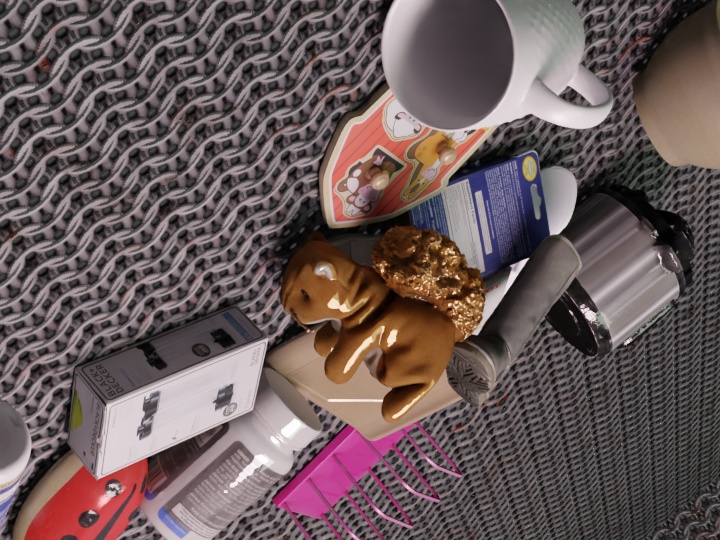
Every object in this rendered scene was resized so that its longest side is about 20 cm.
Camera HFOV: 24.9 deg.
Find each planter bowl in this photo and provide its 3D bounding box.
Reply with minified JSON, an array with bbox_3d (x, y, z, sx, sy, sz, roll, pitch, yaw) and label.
[{"bbox_3d":[0.401,-0.201,1.900,0.134,0.201,0.200,-23,163,28],"label":"planter bowl"}]

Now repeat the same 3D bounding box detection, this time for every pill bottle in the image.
[{"bbox_3d":[-0.147,0.207,1.811,0.200,0.114,0.114,-41,154,8],"label":"pill bottle"},{"bbox_3d":[-0.383,0.214,1.513,0.111,0.111,0.200,-14,142,-44],"label":"pill bottle"}]

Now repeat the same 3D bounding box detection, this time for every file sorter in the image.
[{"bbox_3d":[0.016,0.287,2.153,0.200,0.125,0.139,-45,153,6],"label":"file sorter"}]

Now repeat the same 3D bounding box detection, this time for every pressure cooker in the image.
[{"bbox_3d":[0.323,-0.010,2.068,0.200,0.176,0.179,-38,152,-11],"label":"pressure cooker"}]

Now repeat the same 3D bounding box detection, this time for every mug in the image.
[{"bbox_3d":[0.146,-0.196,1.519,0.175,0.200,0.148,-16,140,-52],"label":"mug"}]

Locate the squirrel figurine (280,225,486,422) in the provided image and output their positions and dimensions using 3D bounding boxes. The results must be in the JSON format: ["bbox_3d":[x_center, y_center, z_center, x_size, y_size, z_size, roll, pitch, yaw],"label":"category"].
[{"bbox_3d":[0.022,0.023,1.681,0.200,0.187,0.142,-42,-164,16],"label":"squirrel figurine"}]

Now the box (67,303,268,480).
[{"bbox_3d":[-0.198,0.122,1.676,0.200,0.060,0.117,-23,144,-34],"label":"box"}]

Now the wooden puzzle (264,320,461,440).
[{"bbox_3d":[0.019,0.107,1.859,0.185,0.037,0.200,-29,133,25],"label":"wooden puzzle"}]

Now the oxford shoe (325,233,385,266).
[{"bbox_3d":[0.000,0.000,1.776,0.200,0.058,0.075,-9,141,-46],"label":"oxford shoe"}]

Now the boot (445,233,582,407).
[{"bbox_3d":[0.173,0.046,1.788,0.200,0.073,0.182,-47,171,-11],"label":"boot"}]

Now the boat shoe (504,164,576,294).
[{"bbox_3d":[0.202,-0.042,1.983,0.068,0.072,0.200,-72,-176,-73],"label":"boat shoe"}]

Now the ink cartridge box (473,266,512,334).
[{"bbox_3d":[0.083,0.058,1.943,0.145,0.084,0.200,-26,150,-27],"label":"ink cartridge box"}]

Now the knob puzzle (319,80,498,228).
[{"bbox_3d":[0.040,-0.111,1.661,0.219,0.030,0.220,-25,144,-19],"label":"knob puzzle"}]

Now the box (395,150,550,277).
[{"bbox_3d":[0.127,-0.053,1.823,0.200,0.032,0.122,-21,108,-34],"label":"box"}]

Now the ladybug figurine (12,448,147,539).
[{"bbox_3d":[-0.290,0.250,1.738,0.136,0.072,0.200,-2,134,-52],"label":"ladybug figurine"}]
